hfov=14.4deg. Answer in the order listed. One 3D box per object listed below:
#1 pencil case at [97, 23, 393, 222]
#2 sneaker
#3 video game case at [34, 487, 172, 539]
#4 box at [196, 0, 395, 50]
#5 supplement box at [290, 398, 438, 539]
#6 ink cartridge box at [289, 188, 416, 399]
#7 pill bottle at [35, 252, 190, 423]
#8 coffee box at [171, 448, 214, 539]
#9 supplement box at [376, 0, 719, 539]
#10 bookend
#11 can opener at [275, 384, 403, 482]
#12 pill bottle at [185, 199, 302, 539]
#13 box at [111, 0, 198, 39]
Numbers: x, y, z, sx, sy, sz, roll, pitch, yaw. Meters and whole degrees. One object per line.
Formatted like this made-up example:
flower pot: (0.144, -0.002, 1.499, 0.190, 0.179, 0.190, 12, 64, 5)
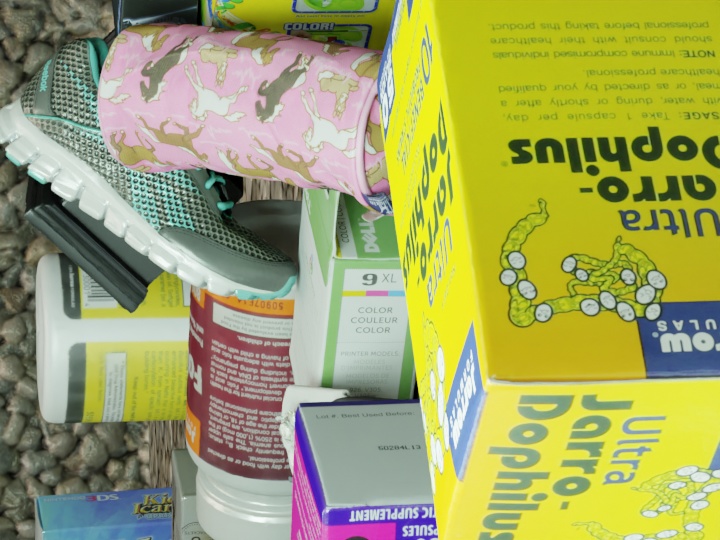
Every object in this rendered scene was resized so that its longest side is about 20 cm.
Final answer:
pencil case: (-0.046, -0.080, 1.476, 0.199, 0.083, 0.087, 13, 95, 38)
sneaker: (-0.112, -0.059, 1.624, 0.091, 0.200, 0.078, -55, -1, 11)
video game case: (-0.138, 0.243, 2.082, 0.046, 0.199, 0.182, -110, 20, -56)
box: (-0.032, -0.218, 1.578, 0.193, 0.121, 0.201, 106, 162, -62)
supplement box: (0.021, 0.172, 1.342, 0.103, 0.101, 0.201, -109, 19, -62)
ink cartridge box: (0.000, 0.000, 1.596, 0.104, 0.059, 0.201, -103, 14, -52)
pill bottle: (-0.116, 0.043, 1.904, 0.114, 0.199, 0.115, 179, 90, -81)
coffee box: (-0.070, 0.224, 1.917, 0.080, 0.114, 0.201, -114, 23, -67)
supplement box: (0.073, -0.018, 0.942, 0.109, 0.109, 0.201, 101, 165, -54)
bookend: (-0.105, -0.105, 1.754, 0.199, 0.092, 0.200, -42, 20, 15)
can opener: (0.010, 0.089, 1.501, 0.200, 0.066, 0.053, 180, 87, -66)
pill bottle: (-0.052, 0.068, 1.764, 0.114, 0.114, 0.201, -107, 19, -61)
box: (-0.112, -0.239, 1.558, 0.161, 0.043, 0.201, -101, 14, -46)
